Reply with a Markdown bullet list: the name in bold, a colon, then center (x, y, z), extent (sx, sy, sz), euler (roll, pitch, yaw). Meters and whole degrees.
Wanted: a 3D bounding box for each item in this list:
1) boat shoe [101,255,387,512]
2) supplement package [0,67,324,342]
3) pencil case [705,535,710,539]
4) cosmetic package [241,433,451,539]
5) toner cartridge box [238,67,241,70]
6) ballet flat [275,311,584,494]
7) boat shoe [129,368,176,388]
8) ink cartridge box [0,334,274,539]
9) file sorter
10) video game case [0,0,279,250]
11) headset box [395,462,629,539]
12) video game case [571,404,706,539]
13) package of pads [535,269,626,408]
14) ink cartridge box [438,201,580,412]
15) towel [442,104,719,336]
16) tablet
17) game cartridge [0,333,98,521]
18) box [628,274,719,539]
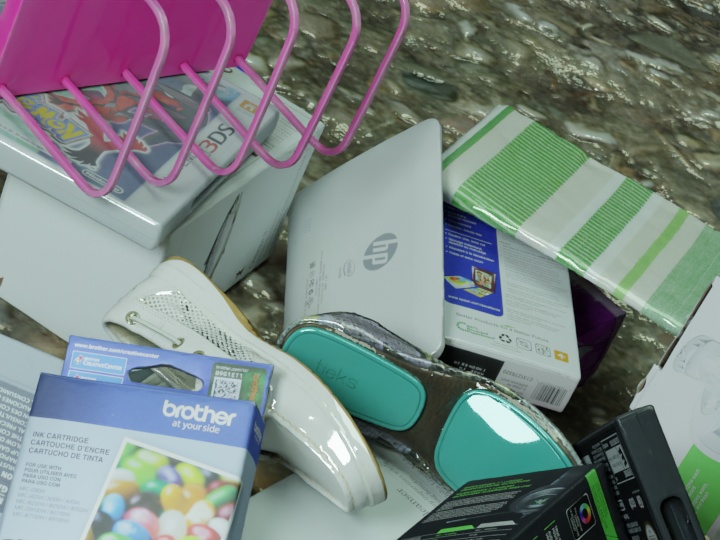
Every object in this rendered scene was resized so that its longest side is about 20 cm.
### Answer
- **boat shoe**: center (-0.068, 0.075, 1.151), extent (0.069, 0.071, 0.200), euler (-36, 55, -22)
- **supplement package**: center (-0.131, -0.045, 1.333), extent (0.117, 0.117, 0.200), euler (33, 35, 12)
- **pencil case**: center (0.118, 0.150, 1.270), extent (0.200, 0.083, 0.087), euler (31, 33, 6)
- **cosmetic package**: center (-0.015, 0.173, 1.150), extent (0.113, 0.081, 0.200), euler (38, 34, 20)
- **toner cartridge box**: center (-0.173, -0.175, 1.546), extent (0.095, 0.043, 0.200), euler (-16, 52, -44)
- **ballet flat**: center (0.047, 0.081, 1.191), extent (0.200, 0.072, 0.072), euler (30, 34, 7)
- **boat shoe**: center (-0.151, 0.098, 1.197), extent (0.200, 0.062, 0.073), euler (-24, 93, -35)
- **ink cartridge box**: center (-0.120, 0.127, 1.064), extent (0.119, 0.042, 0.200), euler (8, 66, 10)
- **file sorter**: center (-0.090, -0.132, 1.212), extent (0.200, 0.139, 0.125), euler (-13, 51, -44)
- **video game case**: center (-0.169, -0.103, 1.262), extent (0.200, 0.023, 0.182), euler (28, 33, 7)
- **headset box**: center (0.076, 0.214, 1.071), extent (0.200, 0.093, 0.175), euler (-30, 103, -52)
- **video game case**: center (0.164, 0.168, 1.118), extent (0.025, 0.200, 0.181), euler (-20, 82, -5)
- **package of pads**: center (0.070, 0.007, 1.434), extent (0.200, 0.076, 0.120), euler (43, 40, 23)
- **ink cartridge box**: center (0.087, 0.005, 1.351), extent (0.094, 0.037, 0.200), euler (17, 37, -11)
- **towel**: center (0.147, -0.034, 1.388), extent (0.200, 0.023, 0.153), euler (32, 31, 11)
- **tablet**: center (0.000, 0.000, 1.330), extent (0.014, 0.130, 0.200), euler (39, 37, -35)
- **game cartridge**: center (-0.230, 0.089, 1.108), extent (0.200, 0.041, 0.133), euler (23, 63, -4)
- **box**: center (0.261, 0.085, 1.345), extent (0.176, 0.200, 0.097), euler (-16, 52, -46)
